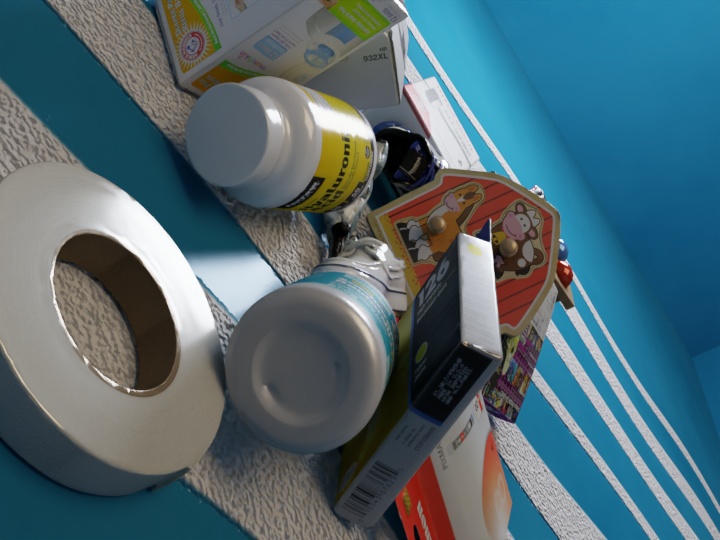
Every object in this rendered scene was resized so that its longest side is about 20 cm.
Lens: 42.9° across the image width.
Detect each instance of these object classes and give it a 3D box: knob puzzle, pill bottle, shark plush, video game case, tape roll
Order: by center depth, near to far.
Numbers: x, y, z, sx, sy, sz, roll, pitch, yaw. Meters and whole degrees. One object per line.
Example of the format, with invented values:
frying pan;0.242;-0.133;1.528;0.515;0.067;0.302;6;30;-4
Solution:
tape roll;-0.157;0.033;0.551;0.203;0.037;0.205;49;25;-31
pill bottle;-0.027;0.059;0.689;0.112;0.109;0.200;61;8;-1
pill bottle;-0.069;-0.111;0.820;0.113;0.110;0.199;65;22;9
shark plush;-0.005;-0.064;0.977;0.202;0.089;0.085;-98;-179;-50
knob puzzle;0.130;-0.024;0.989;0.031;0.216;0.224;99;-32;-76
video game case;0.181;0.077;1.088;0.185;0.035;0.200;-70;156;-10

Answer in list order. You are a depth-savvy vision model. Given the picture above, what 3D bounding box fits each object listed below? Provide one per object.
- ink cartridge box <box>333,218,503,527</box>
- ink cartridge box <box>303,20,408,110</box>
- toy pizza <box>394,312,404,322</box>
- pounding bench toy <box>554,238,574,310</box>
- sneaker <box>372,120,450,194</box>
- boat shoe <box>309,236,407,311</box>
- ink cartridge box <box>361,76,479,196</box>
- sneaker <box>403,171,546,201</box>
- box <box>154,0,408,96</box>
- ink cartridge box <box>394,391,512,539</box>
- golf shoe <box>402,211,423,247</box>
ink cartridge box;0.046;0.073;0.762;0.046;0.199;0.202;24;31;-12
ink cartridge box;-0.023;-0.251;1.020;0.202;0.141;0.085;-81;163;-56
toy pizza;0.074;0.126;0.976;0.201;0.031;0.203;48;26;-33
pounding bench toy;0.185;-0.029;1.242;0.201;0.154;0.125;50;25;-27
sneaker;0.083;-0.110;1.136;0.198;0.081;0.115;39;9;1
boat shoe;0.000;0.000;0.875;0.200;0.072;0.067;28;67;-75
ink cartridge box;0.087;-0.186;1.298;0.146;0.083;0.200;60;21;-5
sneaker;0.139;-0.076;1.095;0.195;0.079;0.097;8;60;-12
box;-0.074;-0.242;0.840;0.112;0.197;0.103;20;46;-61
ink cartridge box;0.090;0.206;0.833;0.201;0.049;0.165;-61;136;-64
golf shoe;0.095;0.005;1.069;0.088;0.077;0.203;-37;108;-29
